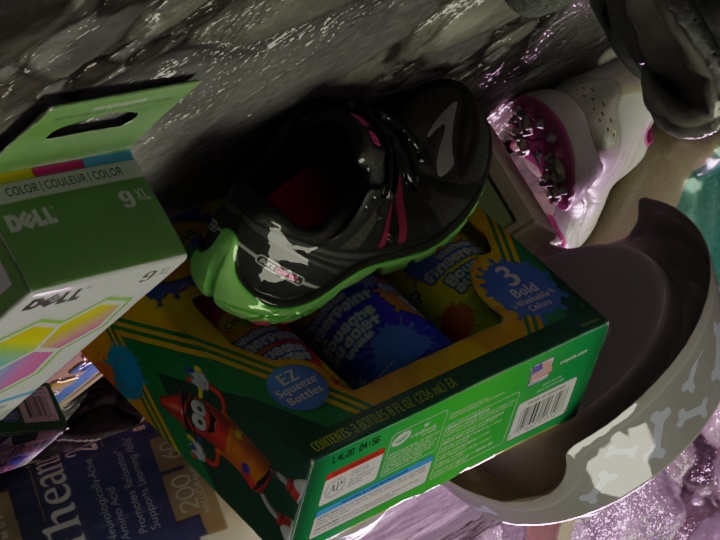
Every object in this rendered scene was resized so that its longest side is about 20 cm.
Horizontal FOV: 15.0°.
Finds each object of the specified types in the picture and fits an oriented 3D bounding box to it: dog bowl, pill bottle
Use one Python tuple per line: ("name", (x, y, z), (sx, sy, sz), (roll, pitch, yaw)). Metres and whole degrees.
("dog bowl", (0.111, 0.052, 1.460), (0.200, 0.059, 0.200), (-26, -146, 19))
("pill bottle", (-0.149, 0.148, 1.341), (0.199, 0.111, 0.111), (-19, 167, -7))

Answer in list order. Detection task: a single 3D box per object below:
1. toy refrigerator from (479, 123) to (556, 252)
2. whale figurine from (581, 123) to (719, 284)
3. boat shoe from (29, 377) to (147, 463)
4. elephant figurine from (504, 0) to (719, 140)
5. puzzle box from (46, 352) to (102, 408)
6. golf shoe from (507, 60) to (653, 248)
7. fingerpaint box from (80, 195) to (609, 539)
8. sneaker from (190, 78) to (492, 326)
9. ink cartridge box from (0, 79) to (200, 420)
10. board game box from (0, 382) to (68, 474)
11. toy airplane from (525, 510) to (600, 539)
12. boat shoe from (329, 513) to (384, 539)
("toy refrigerator", (0.000, 0.000, 1.487), (0.200, 0.076, 0.070), (-32, 168, 9))
("whale figurine", (0.185, -0.033, 1.632), (0.103, 0.159, 0.200), (15, 132, -16))
("boat shoe", (-0.134, 0.088, 1.548), (0.073, 0.065, 0.200), (-4, 179, 22))
("elephant figurine", (0.154, -0.123, 1.157), (0.141, 0.156, 0.200), (8, 142, -12))
("puzzle box", (-0.195, 0.068, 1.406), (0.200, 0.025, 0.133), (-38, 166, 31))
("golf shoe", (0.129, -0.063, 1.561), (0.091, 0.075, 0.200), (-32, 170, -11))
("fingerpaint box", (-0.008, 0.030, 1.335), (0.200, 0.167, 0.074), (-22, 142, -37))
("sneaker", (0.002, -0.044, 1.299), (0.200, 0.077, 0.084), (-38, 154, -44))
("ink cartridge box", (-0.146, 0.002, 1.168), (0.200, 0.059, 0.104), (-39, 166, 34))
("board game box", (-0.256, 0.103, 1.312), (0.200, 0.029, 0.134), (-1, 150, -49))
("toy airplane", (0.146, 0.065, 1.819), (0.200, 0.200, 0.141), (-39, 156, 28))
("boat shoe", (-0.022, 0.117, 1.394), (0.200, 0.072, 0.071), (-67, 175, -78))
